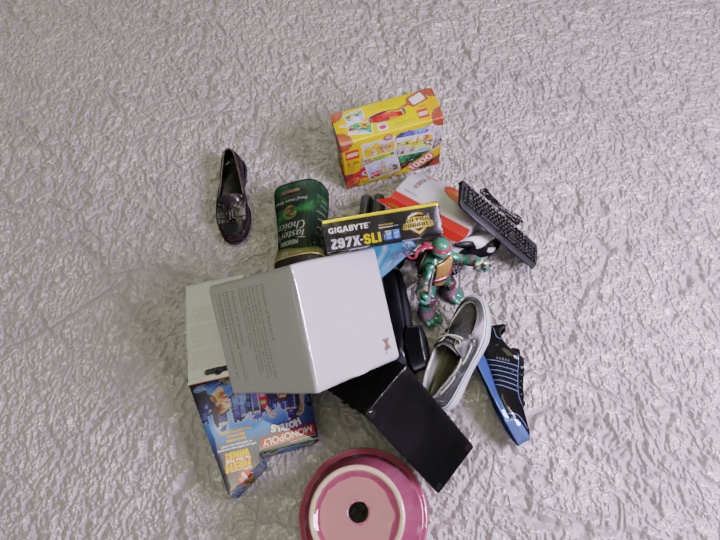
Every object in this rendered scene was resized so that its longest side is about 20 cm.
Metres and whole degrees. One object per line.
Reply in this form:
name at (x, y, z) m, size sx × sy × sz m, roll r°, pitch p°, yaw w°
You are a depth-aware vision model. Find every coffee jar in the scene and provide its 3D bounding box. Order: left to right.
coffee jar at (-0.109, -0.066, 1.041) m, size 0.104 × 0.085 × 0.201 m, roll -13°, pitch 64°, yaw 18°

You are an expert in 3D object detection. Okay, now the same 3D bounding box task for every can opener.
can opener at (0.012, -0.057, 1.045) m, size 0.052 × 0.066 × 0.201 m, roll 2°, pitch 66°, yaw 19°
can opener at (0.074, 0.087, 0.977) m, size 0.078 × 0.063 × 0.201 m, roll -19°, pitch 62°, yaw 18°

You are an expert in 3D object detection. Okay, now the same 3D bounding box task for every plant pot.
plant pot at (0.000, 0.354, 0.799) m, size 0.199 × 0.179 × 0.201 m, roll -2°, pitch 66°, yaw 4°

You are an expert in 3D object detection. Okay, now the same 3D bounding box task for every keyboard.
keyboard at (0.251, -0.095, 1.005) m, size 0.200 × 0.021 × 0.127 m, roll 37°, pitch 37°, yaw -20°

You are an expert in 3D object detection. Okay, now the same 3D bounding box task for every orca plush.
orca plush at (0.163, -0.021, 1.015) m, size 0.199 × 0.105 × 0.071 m, roll -13°, pitch 100°, yaw -14°

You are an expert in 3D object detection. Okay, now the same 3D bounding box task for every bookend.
bookend at (0.042, 0.222, 0.888) m, size 0.092 × 0.199 × 0.200 m, roll -46°, pitch 27°, yaw -16°

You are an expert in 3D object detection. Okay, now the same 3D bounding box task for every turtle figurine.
turtle figurine at (0.140, 0.007, 0.926) m, size 0.149 × 0.200 × 0.101 m, roll -25°, pitch 58°, yaw -14°

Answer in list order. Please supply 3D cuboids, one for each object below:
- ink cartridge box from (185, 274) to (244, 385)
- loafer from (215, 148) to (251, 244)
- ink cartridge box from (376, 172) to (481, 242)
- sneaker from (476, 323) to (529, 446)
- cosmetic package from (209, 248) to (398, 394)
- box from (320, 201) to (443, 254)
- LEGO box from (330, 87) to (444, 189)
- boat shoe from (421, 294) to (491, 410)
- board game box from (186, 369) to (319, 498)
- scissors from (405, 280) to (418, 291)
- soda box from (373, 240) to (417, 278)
ink cartridge box at (-0.247, 0.108, 0.979) m, size 0.109 × 0.050 × 0.201 m, roll -12°, pitch 56°, yaw -1°
loafer at (-0.260, -0.151, 1.106) m, size 0.072 × 0.063 × 0.201 m, roll -7°, pitch 66°, yaw 1°
ink cartridge box at (0.138, -0.120, 1.004) m, size 0.162 × 0.200 × 0.050 m, roll 31°, pitch 111°, yaw 16°
sneaker at (0.244, 0.181, 0.918) m, size 0.078 × 0.070 × 0.201 m, roll -22°, pitch 65°, yaw 2°
cosmetic package at (-0.083, 0.075, 0.806) m, size 0.167 × 0.200 × 0.167 m, roll -13°, pitch 90°, yaw -46°
box at (0.022, -0.058, 0.819) m, size 0.159 × 0.200 × 0.050 m, roll -8°, pitch 92°, yaw -4°
LEGO box at (0.053, -0.254, 1.083) m, size 0.199 × 0.149 × 0.077 m, roll -16°, pitch 65°, yaw -3°
boat shoe at (0.156, 0.129, 0.903) m, size 0.072 × 0.071 × 0.201 m, roll 11°, pitch 76°, yaw 39°
board game box at (-0.172, 0.257, 0.916) m, size 0.199 × 0.062 × 0.201 m, roll -13°, pitch 64°, yaw -3°
scissors at (0.025, 0.079, 1.012) m, size 0.199 × 0.014 × 0.073 m, roll -18°, pitch 63°, yaw -5°
soda box at (0.000, 0.000, 0.956) m, size 0.200 × 0.068 × 0.064 m, roll -42°, pitch 94°, yaw 0°
